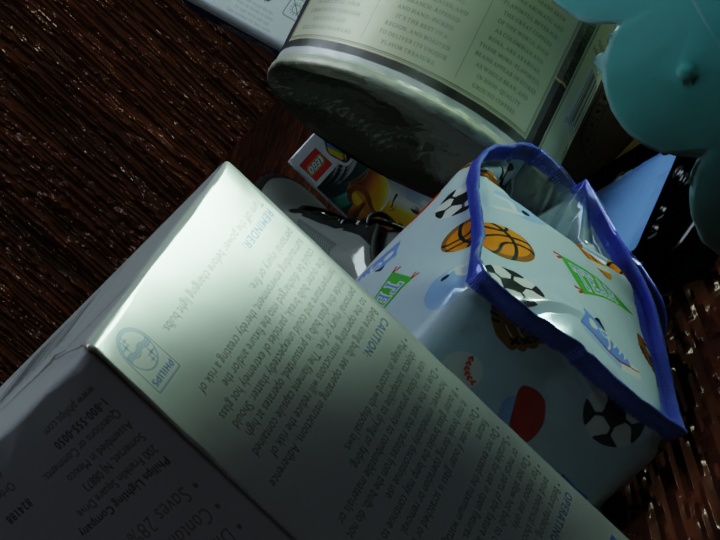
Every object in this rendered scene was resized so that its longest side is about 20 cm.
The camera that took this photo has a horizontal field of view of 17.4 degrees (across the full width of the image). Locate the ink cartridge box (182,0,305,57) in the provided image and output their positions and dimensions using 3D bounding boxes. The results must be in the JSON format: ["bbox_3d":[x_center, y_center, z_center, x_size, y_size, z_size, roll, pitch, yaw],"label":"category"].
[{"bbox_3d":[0.032,-0.184,1.243,0.201,0.199,0.041,-58,-20,-3],"label":"ink cartridge box"}]

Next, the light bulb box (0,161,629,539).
[{"bbox_3d":[-0.047,0.113,0.756,0.198,0.200,0.125,-41,9,34],"label":"light bulb box"}]

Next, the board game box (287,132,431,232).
[{"bbox_3d":[0.073,-0.088,1.267,0.200,0.126,0.035,-48,-2,2],"label":"board game box"}]

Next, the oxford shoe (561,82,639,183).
[{"bbox_3d":[0.078,-0.036,1.200,0.200,0.072,0.071,-46,10,14],"label":"oxford shoe"}]

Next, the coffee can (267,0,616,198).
[{"bbox_3d":[0.063,-0.147,1.115,0.201,0.146,0.146,-63,13,-12],"label":"coffee can"}]

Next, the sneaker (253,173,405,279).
[{"bbox_3d":[0.000,0.000,1.188,0.080,0.074,0.200,-63,37,18],"label":"sneaker"}]

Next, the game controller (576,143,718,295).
[{"bbox_3d":[0.111,-0.012,1.054,0.104,0.042,0.200,-53,10,-32],"label":"game controller"}]

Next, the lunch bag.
[{"bbox_3d":[0.032,0.048,0.919,0.170,0.124,0.200,-46,17,16],"label":"lunch bag"}]

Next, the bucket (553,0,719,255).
[{"bbox_3d":[0.154,-0.091,0.706,0.134,0.207,0.207,-34,14,22],"label":"bucket"}]
